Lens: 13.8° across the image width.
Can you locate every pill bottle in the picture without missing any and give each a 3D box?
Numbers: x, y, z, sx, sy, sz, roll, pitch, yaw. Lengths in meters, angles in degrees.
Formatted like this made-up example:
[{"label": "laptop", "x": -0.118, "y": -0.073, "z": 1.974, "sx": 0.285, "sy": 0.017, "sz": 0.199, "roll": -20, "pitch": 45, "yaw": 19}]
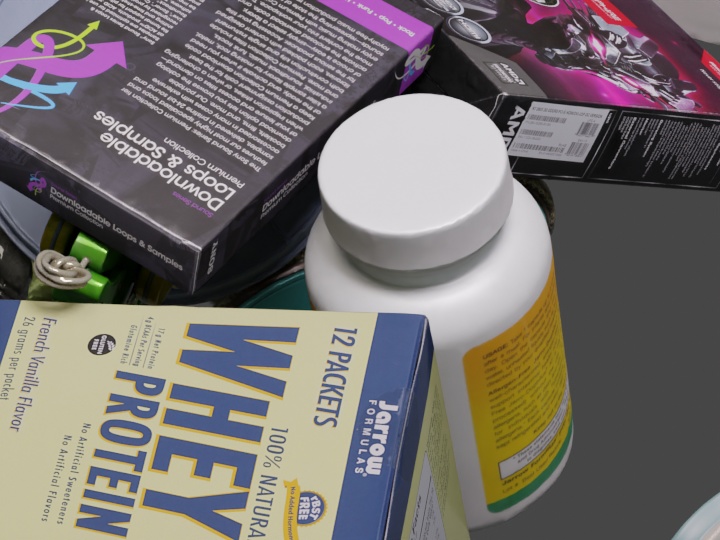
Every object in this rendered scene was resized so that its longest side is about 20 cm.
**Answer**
[{"label": "pill bottle", "x": 0.035, "y": 0.019, "z": 1.352, "sx": 0.112, "sy": 0.200, "sz": 0.113, "roll": -5, "pitch": 48, "yaw": 6}]

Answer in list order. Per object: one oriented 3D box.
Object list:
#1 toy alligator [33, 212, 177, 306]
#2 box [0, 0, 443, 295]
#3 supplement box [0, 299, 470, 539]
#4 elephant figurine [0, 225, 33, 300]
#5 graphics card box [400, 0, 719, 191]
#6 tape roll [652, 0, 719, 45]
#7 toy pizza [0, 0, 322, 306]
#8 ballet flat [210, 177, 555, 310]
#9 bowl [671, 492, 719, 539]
[{"label": "toy alligator", "x": -0.118, "y": 0.003, "z": 1.333, "sx": 0.059, "sy": 0.054, "sz": 0.200, "roll": 25, "pitch": 15, "yaw": 6}, {"label": "box", "x": -0.075, "y": -0.086, "z": 1.342, "sx": 0.143, "sy": 0.036, "sz": 0.200, "roll": 30, "pitch": 47, "yaw": 17}, {"label": "supplement box", "x": -0.063, "y": 0.129, "z": 1.273, "sx": 0.199, "sy": 0.200, "sz": 0.135, "roll": 2, "pitch": 49, "yaw": 12}, {"label": "elephant figurine", "x": -0.215, "y": 0.049, "z": 1.397, "sx": 0.155, "sy": 0.142, "sz": 0.200, "roll": 22, "pitch": 31, "yaw": -23}, {"label": "graphics card box", "x": 0.099, "y": -0.095, "z": 1.471, "sx": 0.200, "sy": 0.051, "sz": 0.126, "roll": 2, "pitch": 36, "yaw": -40}, {"label": "tape roll", "x": 0.206, "y": -0.234, "z": 1.544, "sx": 0.202, "sy": 0.203, "sz": 0.139, "roll": 11, "pitch": 52, "yaw": 19}, {"label": "toy pizza", "x": -0.095, "y": -0.081, "z": 1.447, "sx": 0.199, "sy": 0.032, "sz": 0.201, "roll": 0, "pitch": 85, "yaw": 5}, {"label": "ballet flat", "x": 0.000, "y": 0.000, "z": 1.470, "sx": 0.200, "sy": 0.068, "sz": 0.075, "roll": -27, "pitch": 29, "yaw": -5}, {"label": "bowl", "x": 0.193, "y": 0.157, "z": 1.222, "sx": 0.200, "sy": 0.105, "sz": 0.201, "roll": -7, "pitch": 66, "yaw": 16}]
